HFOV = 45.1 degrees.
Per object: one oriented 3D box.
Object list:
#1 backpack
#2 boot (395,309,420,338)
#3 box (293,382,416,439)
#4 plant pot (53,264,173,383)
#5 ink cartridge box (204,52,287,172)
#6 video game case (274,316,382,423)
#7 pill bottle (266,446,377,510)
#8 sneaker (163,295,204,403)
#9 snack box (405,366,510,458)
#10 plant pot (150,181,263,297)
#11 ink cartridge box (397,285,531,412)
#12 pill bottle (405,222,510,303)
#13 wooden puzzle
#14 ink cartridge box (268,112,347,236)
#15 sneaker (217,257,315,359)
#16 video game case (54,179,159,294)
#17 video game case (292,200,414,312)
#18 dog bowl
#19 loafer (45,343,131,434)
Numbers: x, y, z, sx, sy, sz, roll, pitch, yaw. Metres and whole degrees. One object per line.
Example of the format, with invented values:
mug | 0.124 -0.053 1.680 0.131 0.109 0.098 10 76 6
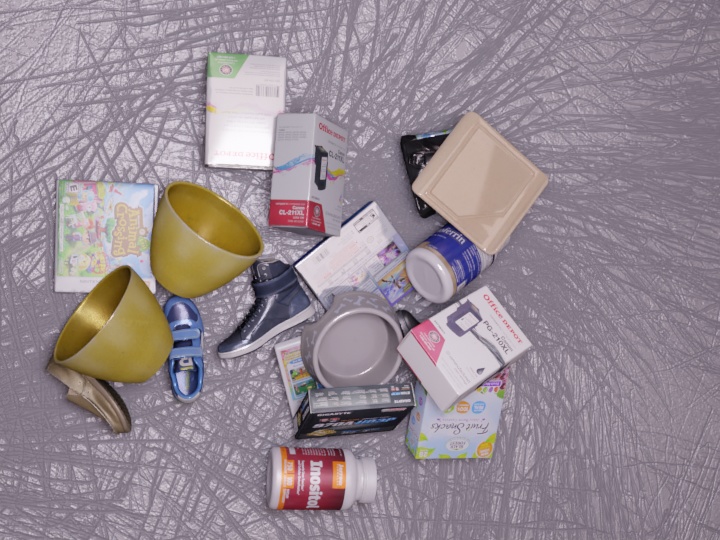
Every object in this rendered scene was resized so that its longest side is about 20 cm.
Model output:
backpack | 0.190 -0.200 1.656 0.197 0.154 0.166 -16 91 8
boot | 0.180 0.110 1.691 0.198 0.066 0.167 -26 110 -5
box | -0.014 0.258 1.589 0.197 0.159 0.047 -2 63 -17
plant pot | -0.409 0.114 1.500 0.142 0.200 0.201 42 83 -27
ink cartridge box | -0.211 -0.284 1.582 0.143 0.087 0.203 1 91 -12
video game case | -0.049 0.193 1.642 0.197 0.024 0.184 -17 114 -11
pill bottle | -0.074 0.391 1.626 0.197 0.113 0.115 4 92 -13
sneaker | -0.318 0.145 1.579 0.073 0.082 0.203 -8 92 -10
snack box | 0.187 0.259 1.671 0.166 0.068 0.203 2 108 -18
plant pot | -0.291 -0.037 1.530 0.199 0.201 0.143 34 111 -12
ink cartridge box | 0.191 0.139 1.579 0.199 0.085 0.145 -28 72 -32
pill bottle | 0.188 -0.035 1.644 0.199 0.115 0.117 -36 100 -30
wooden puzzle | 0.219 -0.159 1.589 0.199 0.037 0.186 38 85 -5
ink cartridge box | -0.092 -0.170 1.567 0.082 0.145 0.203 3 87 24
sneaker | -0.197 0.061 1.596 0.201 0.077 0.148 -31 110 -19
video game case | -0.459 -0.060 1.569 0.179 0.022 0.203 2 92 -13
video game case | 0.000 0.000 1.659 0.199 0.045 0.182 -38 101 -8
dog bowl | -0.010 0.142 1.591 0.197 0.059 0.203 -6 111 -15
loafer | -0.486 0.219 1.552 0.067 0.076 0.201 -38 90 -7
